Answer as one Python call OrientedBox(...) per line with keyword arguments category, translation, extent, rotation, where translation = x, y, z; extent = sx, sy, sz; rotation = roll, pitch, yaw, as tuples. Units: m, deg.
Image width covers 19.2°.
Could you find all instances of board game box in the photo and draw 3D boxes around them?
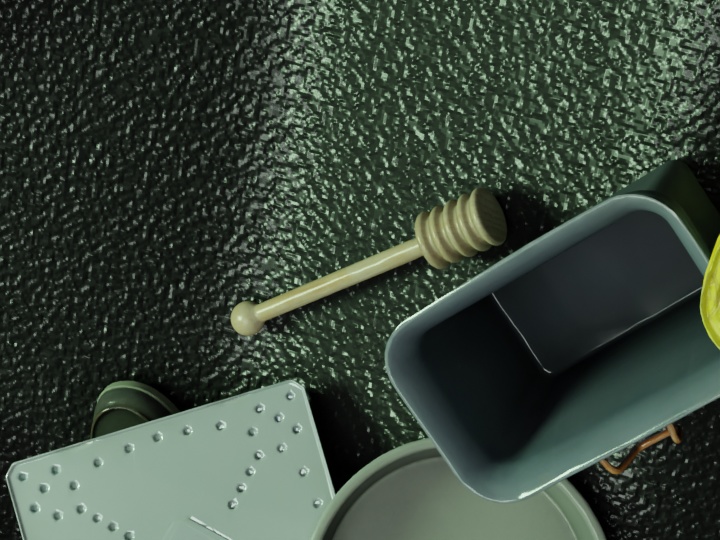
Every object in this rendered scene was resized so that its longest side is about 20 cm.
OrientedBox(category="board game box", translation=(-0.105, 0.193, 1.359), extent=(0.198, 0.026, 0.202), rotation=(-16, 86, -3))

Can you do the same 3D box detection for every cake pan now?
OrientedBox(category="cake pan", translation=(0.060, 0.204, 1.332), extent=(0.198, 0.037, 0.202), rotation=(0, 86, -2))

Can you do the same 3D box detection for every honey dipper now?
OrientedBox(category="honey dipper", translation=(0.000, 0.000, 1.326), extent=(0.199, 0.038, 0.038), rotation=(-23, 102, 30))

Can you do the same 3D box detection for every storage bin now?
OrientedBox(category="storage bin", translation=(0.139, 0.030, 1.229), extent=(0.199, 0.134, 0.146), rotation=(-32, 98, 28))

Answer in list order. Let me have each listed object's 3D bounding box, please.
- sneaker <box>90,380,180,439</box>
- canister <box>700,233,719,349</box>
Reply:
OrientedBox(category="sneaker", translation=(-0.144, 0.180, 1.404), extent=(0.074, 0.106, 0.202), rotation=(-7, 108, 22))
OrientedBox(category="canister", translation=(0.269, -0.010, 1.129), extent=(0.148, 0.200, 0.087), rotation=(21, 116, 10))
